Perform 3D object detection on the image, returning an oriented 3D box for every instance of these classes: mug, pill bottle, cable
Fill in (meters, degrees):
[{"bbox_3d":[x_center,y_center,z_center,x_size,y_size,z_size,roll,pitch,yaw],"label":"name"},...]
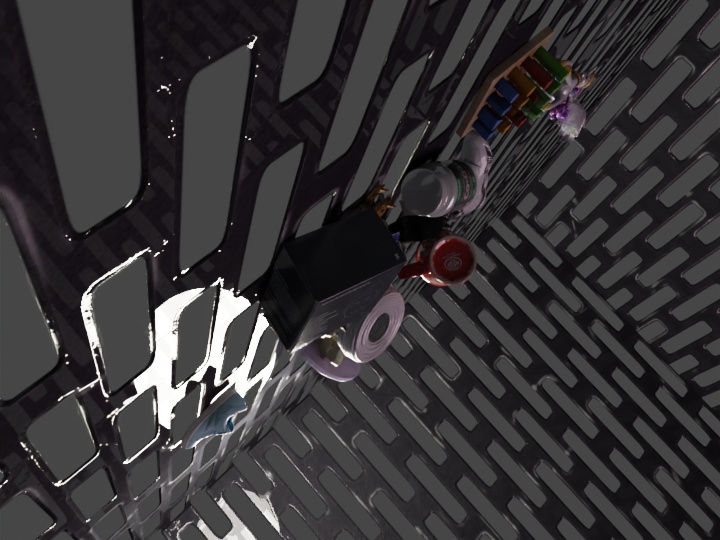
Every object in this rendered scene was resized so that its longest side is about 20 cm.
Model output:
[{"bbox_3d":[0.185,-0.011,1.677,0.178,0.133,0.200,-46,-177,1],"label":"mug"},{"bbox_3d":[0.166,-0.173,1.536,0.113,0.113,0.199,-48,167,27],"label":"pill bottle"},{"bbox_3d":[0.028,0.122,1.733,0.201,0.069,0.201,-49,148,-17],"label":"cable"}]

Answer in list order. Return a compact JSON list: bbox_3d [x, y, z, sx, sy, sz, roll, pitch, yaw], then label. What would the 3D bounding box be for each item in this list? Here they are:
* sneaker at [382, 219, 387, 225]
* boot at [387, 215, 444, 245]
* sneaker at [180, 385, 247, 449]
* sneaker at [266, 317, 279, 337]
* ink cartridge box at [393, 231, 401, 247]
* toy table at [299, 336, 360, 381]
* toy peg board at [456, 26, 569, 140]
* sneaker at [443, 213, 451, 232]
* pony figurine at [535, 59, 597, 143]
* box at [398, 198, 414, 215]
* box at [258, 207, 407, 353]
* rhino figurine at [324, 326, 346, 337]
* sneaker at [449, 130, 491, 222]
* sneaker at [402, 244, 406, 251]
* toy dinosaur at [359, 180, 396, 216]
[{"bbox_3d":[0.037,-0.058,1.490,0.198,0.067,0.091,13,116,-50],"label":"sneaker"},{"bbox_3d":[0.119,-0.096,1.742,0.196,0.071,0.174,-16,180,19],"label":"boot"},{"bbox_3d":[-0.353,0.375,1.759,0.200,0.082,0.074,-47,170,13],"label":"sneaker"},{"bbox_3d":[-0.131,0.101,1.577,0.108,0.070,0.200,-42,168,-2],"label":"sneaker"},{"bbox_3d":[0.000,0.000,1.632,0.196,0.041,0.200,-24,165,-11],"label":"ink cartridge box"},{"bbox_3d":[-0.059,0.184,1.848,0.117,0.197,0.187,-41,-149,43],"label":"toy table"},{"bbox_3d":[0.319,-0.355,1.487,0.199,0.098,0.201,-41,170,-24],"label":"toy peg board"},{"bbox_3d":[0.179,-0.095,1.857,0.115,0.074,0.204,140,-40,-65],"label":"sneaker"},{"bbox_3d":[0.519,-0.452,1.879,0.198,0.167,0.195,-8,139,-49],"label":"pony figurine"},{"bbox_3d":[0.166,-0.190,1.676,0.038,0.042,0.199,1,-147,47],"label":"box"},{"bbox_3d":[-0.053,0.018,1.281,0.198,0.125,0.197,-24,163,-32],"label":"box"},{"bbox_3d":[-0.061,0.099,1.563,0.200,0.059,0.089,155,-49,-73],"label":"rhino figurine"},{"bbox_3d":[0.239,-0.209,1.657,0.115,0.074,0.203,-39,140,-39],"label":"sneaker"},{"bbox_3d":[0.047,-0.002,1.812,0.201,0.075,0.115,-51,-160,-28],"label":"sneaker"},{"bbox_3d":[0.013,-0.102,1.348,0.199,0.061,0.106,-34,167,-51],"label":"toy dinosaur"}]
